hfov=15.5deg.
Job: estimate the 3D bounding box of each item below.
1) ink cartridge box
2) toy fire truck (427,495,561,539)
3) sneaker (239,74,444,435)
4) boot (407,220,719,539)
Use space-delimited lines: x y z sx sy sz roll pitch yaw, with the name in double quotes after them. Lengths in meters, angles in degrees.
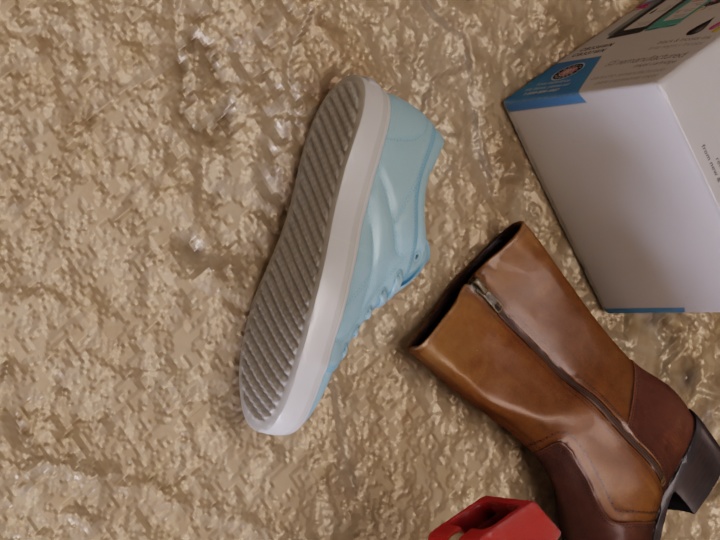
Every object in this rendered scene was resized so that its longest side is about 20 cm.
0.220 -0.087 1.507 0.200 0.147 0.146 -36 107 -28 "ink cartridge box"
0.048 0.229 1.354 0.200 0.049 0.141 -45 112 -24 "toy fire truck"
0.000 0.000 1.410 0.082 0.074 0.200 24 78 -27 "sneaker"
0.102 0.103 1.478 0.200 0.068 0.188 46 67 -23 "boot"
